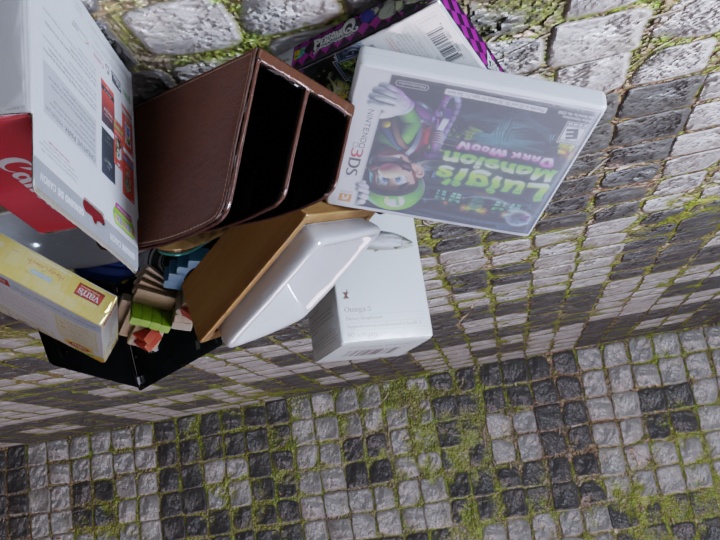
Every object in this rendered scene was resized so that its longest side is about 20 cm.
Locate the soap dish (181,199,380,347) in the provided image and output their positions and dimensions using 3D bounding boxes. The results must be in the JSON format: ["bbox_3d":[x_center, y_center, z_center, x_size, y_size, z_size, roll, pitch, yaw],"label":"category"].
[{"bbox_3d":[-0.074,-0.013,0.815,0.157,0.081,0.200,-48,170,17],"label":"soap dish"}]

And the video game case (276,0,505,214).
[{"bbox_3d":[0.038,-0.137,0.720,0.181,0.036,0.200,-18,141,30],"label":"video game case"}]

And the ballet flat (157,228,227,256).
[{"bbox_3d":[-0.164,-0.066,0.917,0.068,0.063,0.200,5,-165,12],"label":"ballet flat"}]

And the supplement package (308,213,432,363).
[{"bbox_3d":[0.000,0.000,1.011,0.116,0.201,0.117,-3,165,-20],"label":"supplement package"}]

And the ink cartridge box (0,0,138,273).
[{"bbox_3d":[-0.222,-0.098,0.568,0.083,0.177,0.200,-8,165,1],"label":"ink cartridge box"}]

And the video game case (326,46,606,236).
[{"bbox_3d":[0.080,-0.101,0.715,0.199,0.023,0.182,9,147,-7],"label":"video game case"}]

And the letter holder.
[{"bbox_3d":[-0.117,-0.072,0.681,0.100,0.143,0.199,24,160,-39],"label":"letter holder"}]

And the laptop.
[{"bbox_3d":[-0.294,0.045,1.051,0.199,0.116,0.188,-28,142,-29],"label":"laptop"}]

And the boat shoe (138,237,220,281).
[{"bbox_3d":[-0.158,-0.013,0.984,0.198,0.074,0.068,3,-173,-38],"label":"boat shoe"}]

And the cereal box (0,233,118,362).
[{"bbox_3d":[-0.326,0.033,0.876,0.143,0.040,0.200,29,157,-7],"label":"cereal box"}]

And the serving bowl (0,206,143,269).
[{"bbox_3d":[-0.315,-0.060,0.870,0.199,0.066,0.200,-8,166,-2],"label":"serving bowl"}]

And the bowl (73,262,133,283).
[{"bbox_3d":[-0.267,-0.027,1.073,0.199,0.040,0.201,-8,165,-2],"label":"bowl"}]

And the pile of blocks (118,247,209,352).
[{"bbox_3d":[-0.202,0.031,0.925,0.200,0.062,0.082,-34,129,21],"label":"pile of blocks"}]
